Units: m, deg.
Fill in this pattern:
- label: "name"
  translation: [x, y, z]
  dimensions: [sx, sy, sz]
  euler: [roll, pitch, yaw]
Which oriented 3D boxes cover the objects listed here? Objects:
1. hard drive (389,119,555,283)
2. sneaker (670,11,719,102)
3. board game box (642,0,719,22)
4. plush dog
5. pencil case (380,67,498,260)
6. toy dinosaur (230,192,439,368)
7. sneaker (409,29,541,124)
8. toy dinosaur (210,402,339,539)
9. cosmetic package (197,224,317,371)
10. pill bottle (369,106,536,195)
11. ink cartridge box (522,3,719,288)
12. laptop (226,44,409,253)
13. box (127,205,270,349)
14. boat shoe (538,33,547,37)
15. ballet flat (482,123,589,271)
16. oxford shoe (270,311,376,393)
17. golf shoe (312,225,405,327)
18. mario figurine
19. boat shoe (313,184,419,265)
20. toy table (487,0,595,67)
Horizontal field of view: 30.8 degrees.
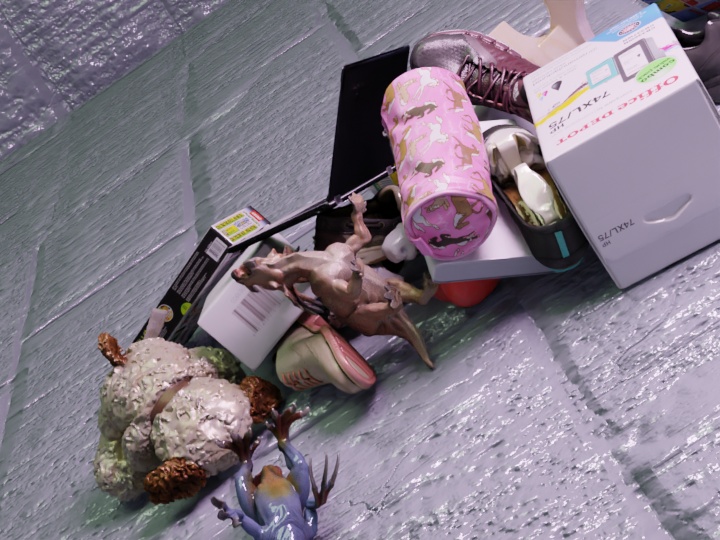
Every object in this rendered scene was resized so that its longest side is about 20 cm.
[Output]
- label: "hard drive"
  translation: [0.111, -0.070, 1.246]
  dimensions: [0.131, 0.027, 0.201]
  euler: [-5, 44, -9]
- label: "sneaker"
  translation: [0.302, -0.203, 1.340]
  dimensions: [0.199, 0.091, 0.076]
  euler: [-23, 28, 30]
- label: "board game box"
  translation: [0.359, -0.326, 1.403]
  dimensions: [0.135, 0.199, 0.035]
  euler: [-15, 75, 38]
- label: "plush dog"
  translation: [-0.178, 0.141, 1.307]
  dimensions: [0.171, 0.161, 0.200]
  euler: [23, 58, 37]
- label: "pencil case"
  translation: [0.070, -0.101, 1.197]
  dimensions: [0.201, 0.082, 0.087]
  euler: [-99, 26, -47]
- label: "toy dinosaur"
  translation: [-0.010, 0.023, 1.248]
  dimensions: [0.136, 0.200, 0.086]
  euler: [-43, 8, 44]
- label: "sneaker"
  translation: [0.143, -0.193, 1.316]
  dimensions: [0.116, 0.198, 0.076]
  euler: [-52, -21, -78]
- label: "toy dinosaur"
  translation: [-0.053, 0.205, 1.102]
  dimensions: [0.104, 0.200, 0.182]
  euler: [-21, 59, 0]
- label: "cosmetic package"
  translation: [-0.107, 0.025, 1.401]
  dimensions: [0.113, 0.081, 0.200]
  euler: [-49, 6, 5]
- label: "pill bottle"
  translation: [0.099, -0.140, 1.473]
  dimensions: [0.199, 0.113, 0.113]
  euler: [-7, 36, 50]
- label: "ink cartridge box"
  translation: [0.249, -0.115, 1.170]
  dimensions: [0.146, 0.146, 0.200]
  euler: [-29, 25, 15]
- label: "laptop"
  translation: [-0.040, -0.124, 1.324]
  dimensions: [0.199, 0.117, 0.187]
  euler: [-23, 5, 26]
- label: "box"
  translation: [-0.189, 0.020, 1.522]
  dimensions: [0.200, 0.035, 0.110]
  euler: [-53, -6, 23]
- label: "boat shoe"
  translation: [0.176, -0.230, 1.587]
  dimensions: [0.075, 0.074, 0.200]
  euler: [0, 41, 53]
- label: "ballet flat"
  translation: [0.152, -0.086, 1.189]
  dimensions: [0.068, 0.069, 0.201]
  euler: [-29, 47, 1]
- label: "oxford shoe"
  translation: [-0.040, 0.095, 1.282]
  dimensions: [0.074, 0.071, 0.200]
  euler: [-45, 15, -4]
- label: "golf shoe"
  translation: [0.000, 0.000, 1.423]
  dimensions: [0.096, 0.079, 0.200]
  euler: [-12, 26, -3]
- label: "mario figurine"
  translation: [0.084, -0.040, 1.313]
  dimensions: [0.122, 0.106, 0.201]
  euler: [-15, 48, 8]
- label: "boat shoe"
  translation: [0.038, -0.057, 1.376]
  dimensions: [0.200, 0.066, 0.072]
  euler: [-20, 32, -28]
- label: "toy table"
  translation: [0.217, -0.252, 1.440]
  dimensions: [0.200, 0.117, 0.184]
  euler: [-42, 3, 44]
